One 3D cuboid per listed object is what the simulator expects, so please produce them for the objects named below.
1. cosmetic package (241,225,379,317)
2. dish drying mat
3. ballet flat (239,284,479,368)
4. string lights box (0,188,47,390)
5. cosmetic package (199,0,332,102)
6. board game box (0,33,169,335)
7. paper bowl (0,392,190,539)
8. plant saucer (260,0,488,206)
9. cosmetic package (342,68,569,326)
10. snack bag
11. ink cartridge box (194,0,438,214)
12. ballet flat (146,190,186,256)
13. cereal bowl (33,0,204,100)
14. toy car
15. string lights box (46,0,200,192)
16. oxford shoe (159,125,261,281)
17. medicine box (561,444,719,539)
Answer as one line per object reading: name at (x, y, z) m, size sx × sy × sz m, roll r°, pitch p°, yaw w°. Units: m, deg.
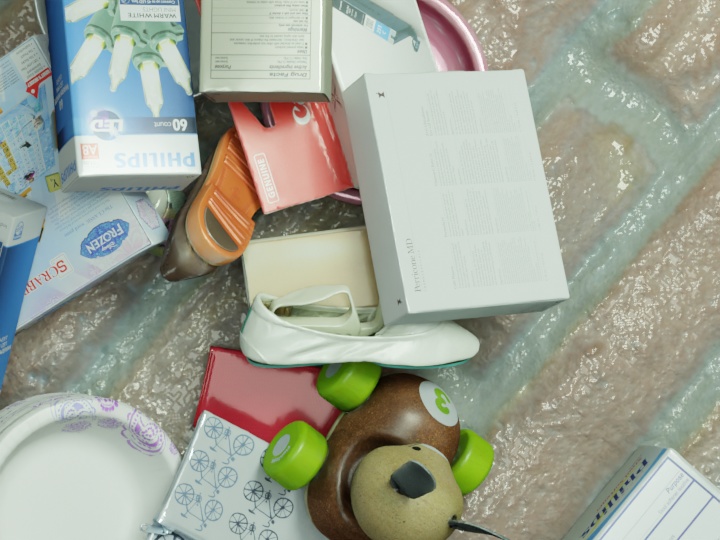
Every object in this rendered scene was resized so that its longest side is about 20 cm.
cosmetic package at (0.000, 0.000, 1.646) m, size 0.199 × 0.105 × 0.071 m, roll -8°, pitch 88°, yaw -2°
dish drying mat at (-0.041, 0.122, 1.680) m, size 0.199 × 0.018 × 0.077 m, roll 13°, pitch 89°, yaw -3°
ballet flat at (0.002, 0.044, 1.570) m, size 0.199 × 0.069 × 0.070 m, roll 0°, pitch 87°, yaw -9°
string lights box at (-0.338, 0.026, 1.605) m, size 0.103 × 0.059 × 0.200 m, roll 21°, pitch 107°, yaw 14°
cosmetic package at (-0.074, -0.238, 1.554) m, size 0.103 × 0.073 × 0.201 m, roll 2°, pitch 89°, yaw 5°
board game box at (-0.289, -0.063, 1.624) m, size 0.200 × 0.041 × 0.200 m, roll -30°, pitch 89°, yaw 22°
paper bowl at (-0.247, 0.200, 1.600) m, size 0.200 × 0.104 × 0.201 m, roll -1°, pitch 93°, yaw -30°
plant saucer at (0.012, -0.154, 1.680) m, size 0.200 × 0.051 × 0.201 m, roll 0°, pitch 86°, yaw -3°
cosmetic package at (0.077, -0.061, 1.570) m, size 0.150 × 0.052 × 0.201 m, roll -3°, pitch 76°, yaw -28°
snack bag at (-0.100, 0.244, 1.616) m, size 0.188 × 0.021 × 0.200 m, roll 32°, pitch 75°, yaw -28°
ink cartridge box at (-0.025, -0.165, 1.608) m, size 0.176 × 0.045 × 0.201 m, roll -18°, pitch 88°, yaw -23°
ballet flat at (-0.216, -0.090, 1.654) m, size 0.069 × 0.071 × 0.200 m, roll -41°, pitch 90°, yaw -5°
cereal bowl at (-0.178, -0.234, 1.658) m, size 0.199 × 0.083 × 0.201 m, roll 0°, pitch 86°, yaw -3°
toy car at (0.044, 0.166, 1.565) m, size 0.164 × 0.200 × 0.158 m, roll 38°, pitch 80°, yaw -21°
string lights box at (-0.193, -0.166, 1.552) m, size 0.102 × 0.059 × 0.201 m, roll -3°, pitch 79°, yaw -23°
oxford shoe at (-0.119, -0.061, 1.621) m, size 0.073 × 0.200 × 0.071 m, roll -33°, pitch 106°, yaw 32°
medicine box at (0.269, 0.279, 1.645) m, size 0.200 × 0.103 × 0.182 m, roll 41°, pitch 86°, yaw 0°
